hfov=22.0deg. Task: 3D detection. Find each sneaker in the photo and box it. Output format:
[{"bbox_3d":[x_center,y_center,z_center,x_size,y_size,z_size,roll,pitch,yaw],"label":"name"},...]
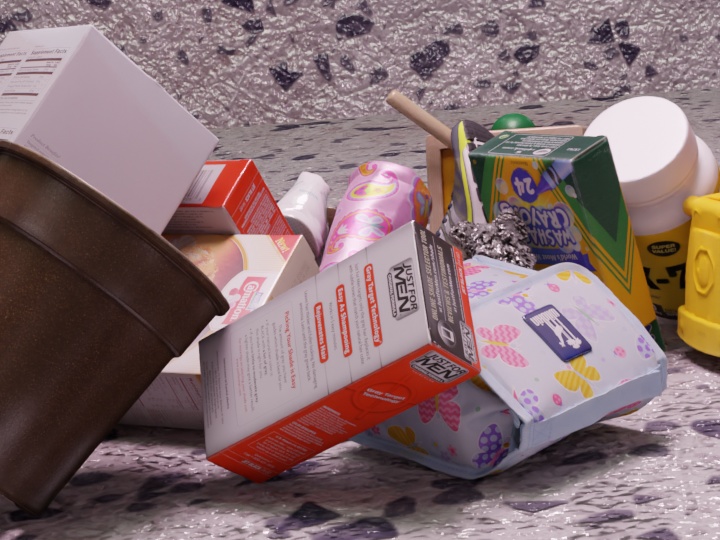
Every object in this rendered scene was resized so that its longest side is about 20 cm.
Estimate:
[{"bbox_3d":[-0.060,-0.010,1.691,0.070,0.201,0.080,24,52,1],"label":"sneaker"},{"bbox_3d":[0.099,-0.041,1.731,0.081,0.201,0.074,-11,-13,38],"label":"sneaker"}]

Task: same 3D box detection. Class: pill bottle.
[{"bbox_3d":[0.266,-0.052,1.615,0.114,0.200,0.115,-16,47,18],"label":"pill bottle"}]

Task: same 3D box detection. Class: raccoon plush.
[{"bbox_3d":[0.152,0.022,1.502,0.199,0.135,0.096,4,15,42],"label":"raccoon plush"}]

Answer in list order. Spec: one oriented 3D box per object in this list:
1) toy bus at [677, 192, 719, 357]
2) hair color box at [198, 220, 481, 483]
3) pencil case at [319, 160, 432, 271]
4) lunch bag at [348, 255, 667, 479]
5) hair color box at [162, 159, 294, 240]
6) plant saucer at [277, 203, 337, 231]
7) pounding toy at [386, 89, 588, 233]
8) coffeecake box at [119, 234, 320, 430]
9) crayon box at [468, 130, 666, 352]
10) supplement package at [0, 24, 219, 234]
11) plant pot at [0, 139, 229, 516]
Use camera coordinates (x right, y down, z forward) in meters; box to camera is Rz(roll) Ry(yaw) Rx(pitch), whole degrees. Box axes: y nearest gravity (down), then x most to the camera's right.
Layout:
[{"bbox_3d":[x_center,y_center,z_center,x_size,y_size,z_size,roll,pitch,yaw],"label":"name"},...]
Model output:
[{"bbox_3d":[0.364,-0.028,1.519,0.199,0.193,0.136,-7,9,-15],"label":"toy bus"},{"bbox_3d":[-0.018,0.059,1.273,0.199,0.102,0.061,-29,-39,30],"label":"hair color box"},{"bbox_3d":[0.000,0.000,1.606,0.087,0.088,0.201,0,50,27],"label":"pencil case"},{"bbox_3d":[0.101,0.067,1.340,0.169,0.128,0.199,-19,24,-39],"label":"lunch bag"},{"bbox_3d":[-0.108,-0.004,1.608,0.110,0.201,0.064,1,46,32],"label":"hair color box"},{"bbox_3d":[-0.032,-0.007,1.790,0.199,0.032,0.200,10,-24,5],"label":"plant saucer"},{"bbox_3d":[0.134,-0.079,1.815,0.183,0.201,0.142,-3,2,14],"label":"pounding toy"},{"bbox_3d":[-0.146,0.048,1.510,0.199,0.073,0.154,1,46,30],"label":"coffeecake box"},{"bbox_3d":[0.175,-0.015,1.568,0.051,0.201,0.125,-32,24,-32],"label":"crayon box"},{"bbox_3d":[-0.251,-0.071,1.494,0.150,0.152,0.201,6,60,53],"label":"supplement package"},{"bbox_3d":[-0.227,0.048,1.288,0.200,0.199,0.200,34,-10,7],"label":"plant pot"}]
